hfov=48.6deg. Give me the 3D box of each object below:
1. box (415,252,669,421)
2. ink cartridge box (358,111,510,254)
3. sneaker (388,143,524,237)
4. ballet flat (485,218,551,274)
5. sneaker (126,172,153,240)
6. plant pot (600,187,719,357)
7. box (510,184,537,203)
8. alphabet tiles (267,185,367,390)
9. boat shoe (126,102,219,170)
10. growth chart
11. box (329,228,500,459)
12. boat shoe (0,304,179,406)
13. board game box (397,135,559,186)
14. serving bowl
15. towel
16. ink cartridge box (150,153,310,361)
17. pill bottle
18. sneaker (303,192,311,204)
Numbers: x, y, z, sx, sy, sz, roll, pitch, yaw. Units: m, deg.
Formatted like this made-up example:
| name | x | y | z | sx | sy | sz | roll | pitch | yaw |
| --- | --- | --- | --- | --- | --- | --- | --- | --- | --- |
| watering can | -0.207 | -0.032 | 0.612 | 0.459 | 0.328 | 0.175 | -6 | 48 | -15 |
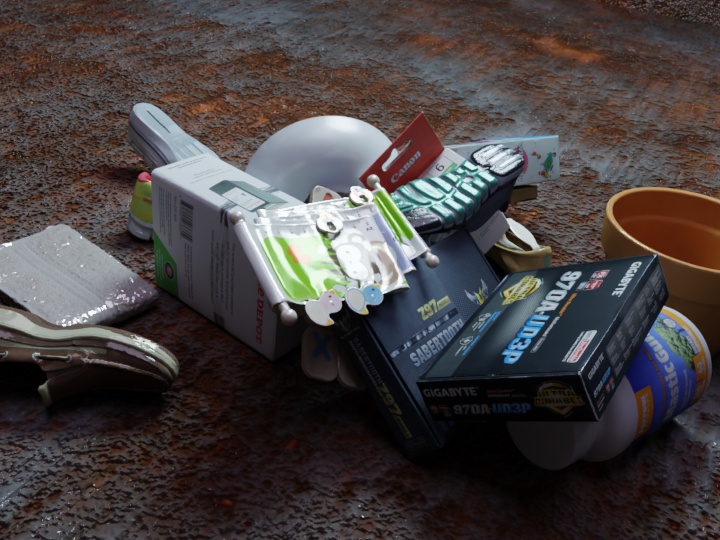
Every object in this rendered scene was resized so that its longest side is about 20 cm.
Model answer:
| name | x | y | z | sx | sy | sz | roll | pitch | yaw |
| --- | --- | --- | --- | --- | --- | --- | --- | --- | --- |
| box | 0.164 | 0.058 | 0.703 | 0.158 | 0.046 | 0.200 | -9 | 22 | 42 |
| ink cartridge box | 0.091 | -0.076 | 0.929 | 0.109 | 0.200 | 0.050 | -46 | 47 | -3 |
| sneaker | 0.100 | -0.059 | 0.860 | 0.199 | 0.088 | 0.074 | -27 | 49 | -26 |
| ballet flat | 0.179 | -0.048 | 1.053 | 0.068 | 0.064 | 0.200 | -16 | 38 | -34 |
| sneaker | -0.198 | -0.094 | 1.023 | 0.198 | 0.091 | 0.078 | -9 | 33 | -28 |
| plant pot | 0.366 | 0.011 | 0.920 | 0.197 | 0.142 | 0.201 | 5 | 30 | -3 |
| box | 0.117 | -0.098 | 1.105 | 0.198 | 0.022 | 0.163 | -11 | 12 | -27 |
| alphabet tiles | -0.002 | 0.020 | 0.781 | 0.199 | 0.015 | 0.198 | 21 | 58 | -34 |
| boat shoe | -0.257 | -0.152 | 1.132 | 0.200 | 0.067 | 0.073 | 47 | 40 | 18 |
| growth chart | -0.019 | -0.021 | 0.726 | 0.199 | 0.018 | 0.145 | -17 | 57 | -39 |
| box | 0.078 | 0.063 | 0.779 | 0.199 | 0.051 | 0.159 | -27 | 84 | -45 |
| boat shoe | -0.271 | 0.093 | 0.736 | 0.200 | 0.075 | 0.075 | 11 | 54 | 4 |
| board game box | 0.153 | -0.143 | 1.089 | 0.198 | 0.065 | 0.147 | -12 | 11 | -37 |
| serving bowl | -0.038 | -0.077 | 0.930 | 0.197 | 0.202 | 0.066 | -2 | 40 | -14 |
| towel | -0.331 | 0.010 | 0.880 | 0.199 | 0.035 | 0.132 | 28 | 37 | 30 |
| ink cartridge box | -0.131 | -0.018 | 0.859 | 0.199 | 0.147 | 0.084 | 29 | 37 | 30 |
| pill bottle | 0.232 | 0.111 | 0.754 | 0.198 | 0.113 | 0.112 | -19 | 39 | -36 |
| sneaker | 0.000 | 0.000 | 0.869 | 0.078 | 0.075 | 0.201 | -27 | 87 | -56 |
